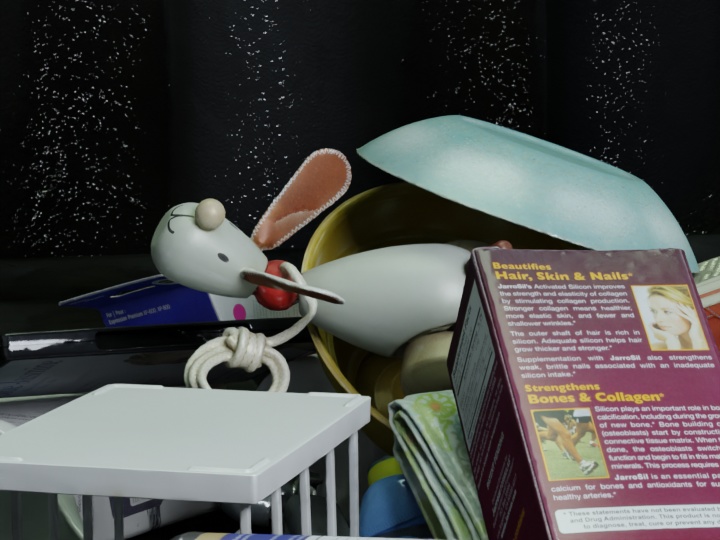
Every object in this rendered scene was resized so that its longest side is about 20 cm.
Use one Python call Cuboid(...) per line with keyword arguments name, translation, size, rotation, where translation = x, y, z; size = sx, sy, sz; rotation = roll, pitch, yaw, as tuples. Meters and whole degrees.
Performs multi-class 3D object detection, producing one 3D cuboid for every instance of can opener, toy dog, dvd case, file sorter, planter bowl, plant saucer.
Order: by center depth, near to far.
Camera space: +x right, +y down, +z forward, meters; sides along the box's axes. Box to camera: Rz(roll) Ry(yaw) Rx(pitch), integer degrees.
Cuboid(name="file sorter", translation=(-0.085, 0.131, 1.192), size=(0.138, 0.125, 0.200), rotation=(1, 7, 14))
Cuboid(name="toy dog", translation=(0.000, 0.000, 1.335), size=(0.199, 0.132, 0.096), rotation=(1, -39, -23))
Cuboid(name="can opener", translation=(-0.039, 0.146, 1.387), size=(0.066, 0.053, 0.200), rotation=(9, 6, -12))
Cuboid(name="plant saucer", translation=(0.098, -0.050, 1.410), size=(0.200, 0.039, 0.201), rotation=(19, 8, -3))
Cuboid(name="planter bowl", translation=(0.050, 0.052, 1.438), size=(0.200, 0.201, 0.084), rotation=(-4, -37, -27))
Cuboid(name="dvd case", translation=(-0.132, 0.051, 1.483), size=(0.199, 0.018, 0.143), rotation=(-2, -11, -25))

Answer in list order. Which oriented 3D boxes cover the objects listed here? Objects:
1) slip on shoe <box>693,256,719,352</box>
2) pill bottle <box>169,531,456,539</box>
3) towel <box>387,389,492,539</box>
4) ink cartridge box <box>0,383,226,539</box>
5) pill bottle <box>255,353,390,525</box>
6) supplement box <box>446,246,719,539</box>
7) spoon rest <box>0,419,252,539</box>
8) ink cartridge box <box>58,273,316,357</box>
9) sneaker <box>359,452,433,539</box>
Cuboid(name="slip on shoe", translation=(0.166, 0.038, 1.401), size=(0.199, 0.061, 0.074), rotation=(-16, 10, -30))
Cuboid(name="pill bottle", translation=(0.019, 0.158, 0.976), size=(0.199, 0.112, 0.112), rotation=(1, 6, 14))
Cuboid(name="towel", translation=(0.127, 0.117, 1.285), size=(0.199, 0.048, 0.171), rotation=(-3, 39, -20))
Cuboid(name="ink cartridge box", translation=(-0.192, 0.116, 1.557), size=(0.144, 0.085, 0.200), rotation=(3, 7, 31))
Cuboid(name="pill bottle", translation=(0.029, 0.096, 1.564), size=(0.112, 0.113, 0.200), rotation=(3, 8, 36))
Cuboid(name="supplement box", translation=(0.116, 0.087, 1.207), size=(0.110, 0.086, 0.200), rotation=(0, 46, -13))
Cuboid(name="spoon rest", translation=(-0.156, 0.137, 1.380), size=(0.199, 0.100, 0.061), rotation=(15, 31, 25))
Cuboid(name="ink cartridge box", translation=(-0.078, 0.030, 1.559), size=(0.094, 0.037, 0.200), rotation=(-15, -16, 41))
Cuboid(name="sneaker", translation=(0.095, 0.149, 1.343), size=(0.199, 0.079, 0.066), rotation=(7, -33, -9))
